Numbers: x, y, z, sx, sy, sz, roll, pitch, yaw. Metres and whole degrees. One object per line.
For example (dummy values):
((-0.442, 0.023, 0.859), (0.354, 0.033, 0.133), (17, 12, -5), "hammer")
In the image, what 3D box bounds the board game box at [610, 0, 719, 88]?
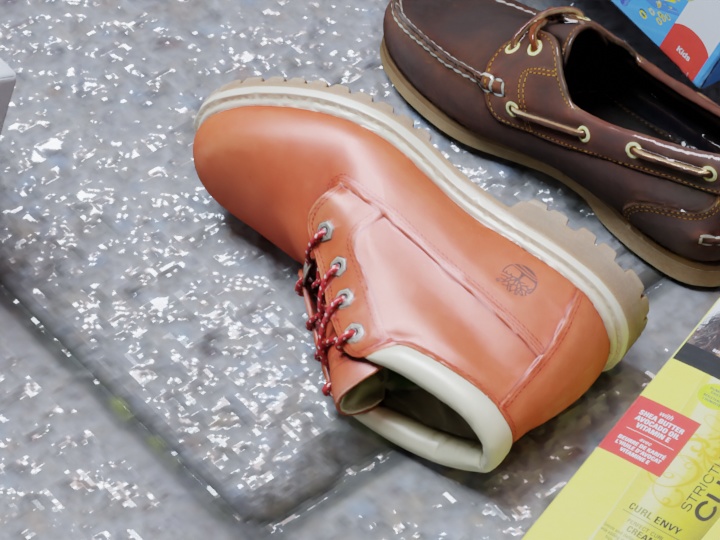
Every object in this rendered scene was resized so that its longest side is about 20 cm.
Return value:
((0.148, -0.190, 1.185), (0.196, 0.056, 0.200), (46, 44, 16), "board game box")

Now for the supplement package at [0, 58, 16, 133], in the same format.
((-0.249, -0.046, 1.005), (0.200, 0.110, 0.114), (-13, 45, -41), "supplement package")

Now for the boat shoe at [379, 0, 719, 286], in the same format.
((0.090, -0.074, 1.124), (0.200, 0.070, 0.070), (33, 54, 26), "boat shoe")

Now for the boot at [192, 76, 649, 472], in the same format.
((0.000, 0.000, 1.048), (0.200, 0.075, 0.107), (30, 57, 21), "boot")

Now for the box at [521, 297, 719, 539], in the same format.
((0.115, 0.089, 0.984), (0.075, 0.050, 0.200), (29, 52, 21), "box")
